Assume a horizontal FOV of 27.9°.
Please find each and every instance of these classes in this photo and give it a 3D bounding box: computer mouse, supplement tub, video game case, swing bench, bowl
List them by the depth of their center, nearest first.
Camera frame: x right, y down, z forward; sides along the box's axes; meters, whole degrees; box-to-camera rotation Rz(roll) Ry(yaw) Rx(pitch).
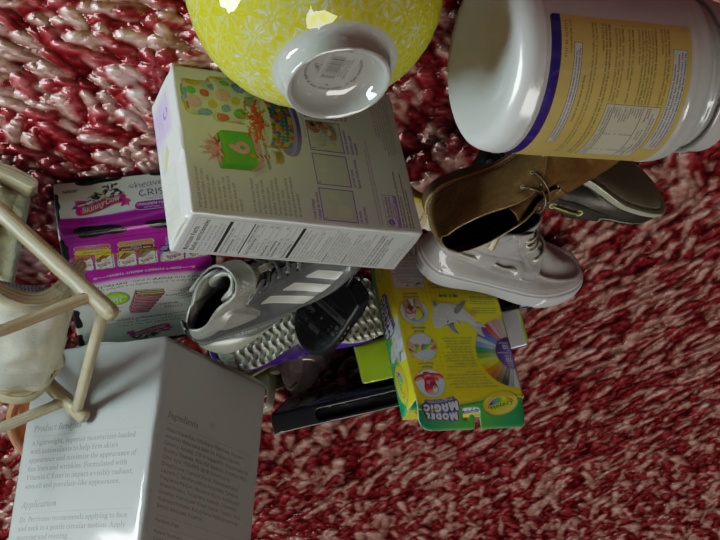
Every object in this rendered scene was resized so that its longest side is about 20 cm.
[{"bbox_3d":[-0.025,-0.178,1.073,0.200,0.108,0.200,-9,148,-6],"label":"bowl"},{"bbox_3d":[0.184,-0.160,1.139,0.200,0.146,0.145,2,146,-21],"label":"supplement tub"},{"bbox_3d":[-0.320,0.028,1.238,0.130,0.200,0.199,-22,157,-31],"label":"swing bench"},{"bbox_3d":[0.000,0.000,1.387,0.200,0.059,0.034,-54,160,22],"label":"computer mouse"},{"bbox_3d":[0.001,0.137,1.570,0.180,0.026,0.200,-13,179,2],"label":"video game case"}]

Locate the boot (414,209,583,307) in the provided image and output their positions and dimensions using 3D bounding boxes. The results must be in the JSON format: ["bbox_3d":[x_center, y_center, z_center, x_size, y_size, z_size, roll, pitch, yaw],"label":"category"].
[{"bbox_3d":[0.157,-0.021,1.420,0.200,0.074,0.096,6,144,-32],"label":"boot"}]

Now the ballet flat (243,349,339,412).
[{"bbox_3d":[-0.089,0.114,1.555,0.200,0.070,0.069,-28,145,23],"label":"ballet flat"}]

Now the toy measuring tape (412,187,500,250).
[{"bbox_3d":[0.039,-0.062,1.313,0.200,0.074,0.074,14,140,-34],"label":"toy measuring tape"}]

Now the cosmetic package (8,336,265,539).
[{"bbox_3d":[-0.208,0.185,1.371,0.165,0.200,0.165,-7,156,31],"label":"cosmetic package"}]

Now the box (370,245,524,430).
[{"bbox_3d":[0.086,0.071,1.419,0.117,0.200,0.048,1,146,-19],"label":"box"}]

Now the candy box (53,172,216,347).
[{"bbox_3d":[-0.202,-0.007,1.326,0.136,0.061,0.200,-7,148,-10],"label":"candy box"}]

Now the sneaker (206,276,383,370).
[{"bbox_3d":[-0.067,0.057,1.479,0.200,0.070,0.099,-12,174,-23],"label":"sneaker"}]

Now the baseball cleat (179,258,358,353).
[{"bbox_3d":[-0.074,0.003,1.313,0.200,0.070,0.106,-42,157,0],"label":"baseball cleat"}]

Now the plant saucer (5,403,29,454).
[{"bbox_3d":[-0.274,0.148,1.539,0.200,0.038,0.200,-6,136,-6],"label":"plant saucer"}]

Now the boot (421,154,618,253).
[{"bbox_3d":[0.152,-0.072,1.239,0.200,0.076,0.074,-26,122,10],"label":"boot"}]

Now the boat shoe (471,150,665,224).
[{"bbox_3d":[0.193,-0.083,1.340,0.201,0.072,0.061,19,134,-29],"label":"boat shoe"}]

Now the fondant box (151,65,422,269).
[{"bbox_3d":[-0.061,-0.082,1.178,0.200,0.145,0.058,5,146,-26],"label":"fondant box"}]

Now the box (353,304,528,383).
[{"bbox_3d":[0.095,0.076,1.536,0.200,0.048,0.122,-13,176,1],"label":"box"}]
